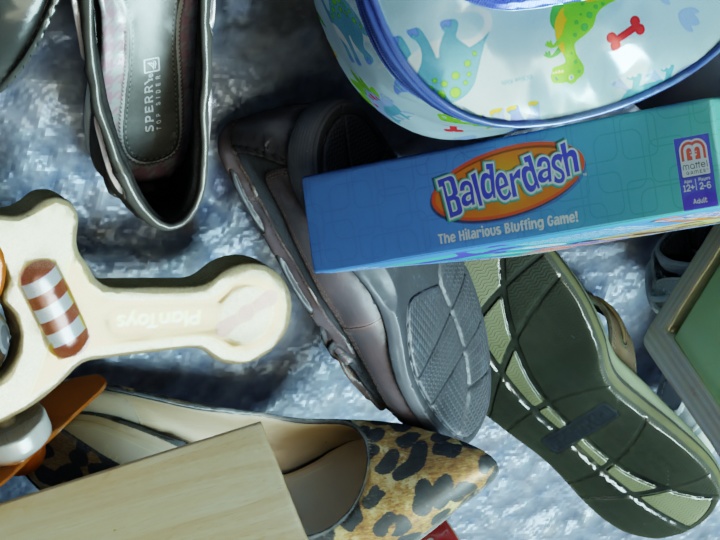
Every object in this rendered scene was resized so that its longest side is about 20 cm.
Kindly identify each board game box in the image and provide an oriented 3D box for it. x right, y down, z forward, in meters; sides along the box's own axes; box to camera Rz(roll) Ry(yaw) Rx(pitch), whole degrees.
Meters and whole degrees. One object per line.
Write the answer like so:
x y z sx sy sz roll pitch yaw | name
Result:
0.101 -0.036 1.185 0.152 0.200 0.045 -5 87 -53 | board game box

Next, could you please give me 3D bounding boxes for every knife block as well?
-0.145 0.133 1.190 0.200 0.064 0.176 -33 159 26 | knife block

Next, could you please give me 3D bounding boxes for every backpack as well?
0.060 -0.153 1.081 0.183 0.147 0.200 -16 94 -15 | backpack

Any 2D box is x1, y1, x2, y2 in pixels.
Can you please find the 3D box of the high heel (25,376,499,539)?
-0.052 0.080 1.267 0.200 0.071 0.143 -12 143 24 | high heel

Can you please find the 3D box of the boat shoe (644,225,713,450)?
0.172 -0.004 1.368 0.071 0.070 0.201 13 119 -15 | boat shoe

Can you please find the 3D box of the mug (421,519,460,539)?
-0.019 0.217 1.374 0.200 0.178 0.133 -31 166 -8 | mug

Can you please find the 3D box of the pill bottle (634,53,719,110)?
0.168 -0.127 1.232 0.200 0.112 0.112 -13 129 -18 | pill bottle

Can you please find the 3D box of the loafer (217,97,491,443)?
0.000 0.000 1.281 0.072 0.063 0.200 -60 139 -34 | loafer

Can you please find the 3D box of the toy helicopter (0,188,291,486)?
-0.122 0.030 1.207 0.200 0.079 0.132 -3 106 -27 | toy helicopter

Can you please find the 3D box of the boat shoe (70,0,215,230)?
-0.085 -0.106 1.159 0.067 0.057 0.200 -14 130 -16 | boat shoe

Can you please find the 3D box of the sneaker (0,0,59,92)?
-0.148 -0.163 1.078 0.088 0.074 0.200 4 113 -29 | sneaker

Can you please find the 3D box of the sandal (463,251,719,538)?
0.100 0.048 1.366 0.080 0.057 0.201 -25 121 26 | sandal

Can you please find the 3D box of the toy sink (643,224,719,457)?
0.232 -0.002 1.266 0.112 0.130 0.200 21 113 -28 | toy sink
